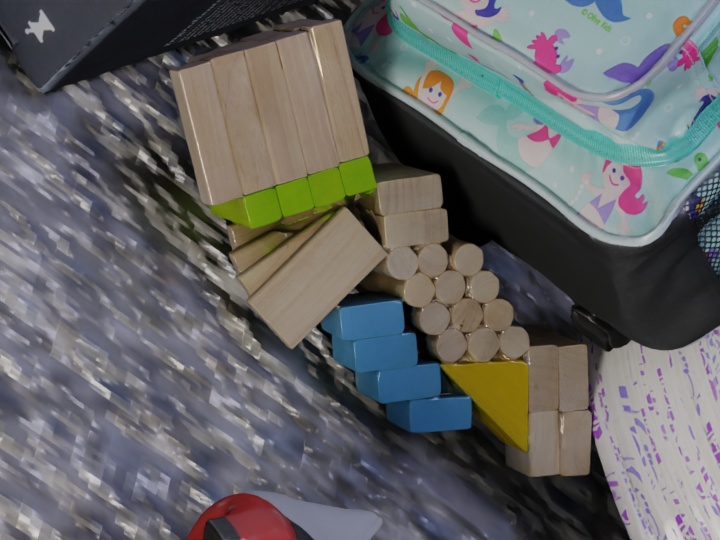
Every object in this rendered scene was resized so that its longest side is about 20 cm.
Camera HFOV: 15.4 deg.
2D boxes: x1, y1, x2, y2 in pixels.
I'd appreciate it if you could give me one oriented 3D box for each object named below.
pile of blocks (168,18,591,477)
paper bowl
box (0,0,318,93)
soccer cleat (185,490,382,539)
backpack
[{"bbox_3d":[0.000,0.000,0.907,0.200,0.082,0.062,51,-11,-17],"label":"pile of blocks"},{"bbox_3d":[0.173,0.067,0.964,0.201,0.104,0.201,42,31,-33],"label":"paper bowl"},{"bbox_3d":[-0.065,-0.165,0.926,0.148,0.104,0.200,55,33,4],"label":"box"},{"bbox_3d":[0.008,0.151,0.757,0.085,0.069,0.200,1,54,-44],"label":"soccer cleat"},{"bbox_3d":[0.107,-0.099,0.904,0.177,0.200,0.151,38,-17,38],"label":"backpack"}]
